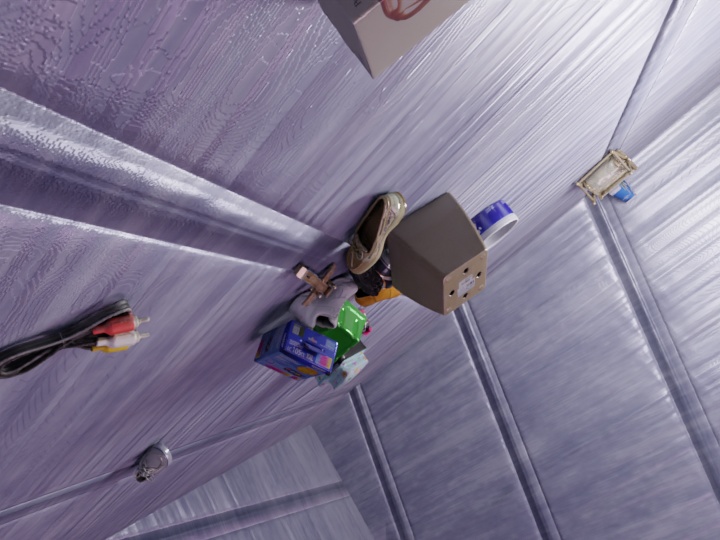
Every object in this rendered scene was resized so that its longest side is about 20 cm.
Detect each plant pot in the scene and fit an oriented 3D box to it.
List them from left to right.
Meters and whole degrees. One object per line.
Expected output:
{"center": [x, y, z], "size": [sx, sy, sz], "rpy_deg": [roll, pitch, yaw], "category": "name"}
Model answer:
{"center": [0.195, -0.022, 1.276], "size": [0.196, 0.177, 0.204], "rpy_deg": [-30, 139, -17], "category": "plant pot"}

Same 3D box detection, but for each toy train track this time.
{"center": [-0.092, 0.030, 1.152], "size": [0.116, 0.032, 0.200], "rpy_deg": [-52, 159, -3], "category": "toy train track"}

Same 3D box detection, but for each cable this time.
{"center": [-0.379, 0.097, 0.720], "size": [0.197, 0.051, 0.098], "rpy_deg": [-22, 159, -46], "category": "cable"}

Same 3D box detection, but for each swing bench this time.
{"center": [1.047, -0.403, 2.285], "size": [0.199, 0.131, 0.198], "rpy_deg": [-47, 167, 35], "category": "swing bench"}

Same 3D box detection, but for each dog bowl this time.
{"center": [0.414, -0.134, 1.753], "size": [0.197, 0.080, 0.201], "rpy_deg": [-34, 165, -10], "category": "dog bowl"}

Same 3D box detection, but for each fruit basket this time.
{"center": [-0.083, 0.151, 1.453], "size": [0.214, 0.155, 0.219], "rpy_deg": [-38, -152, 25], "category": "fruit basket"}

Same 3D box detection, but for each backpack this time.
{"center": [-0.081, 0.327, 1.897], "size": [0.199, 0.156, 0.174], "rpy_deg": [-38, 172, 36], "category": "backpack"}

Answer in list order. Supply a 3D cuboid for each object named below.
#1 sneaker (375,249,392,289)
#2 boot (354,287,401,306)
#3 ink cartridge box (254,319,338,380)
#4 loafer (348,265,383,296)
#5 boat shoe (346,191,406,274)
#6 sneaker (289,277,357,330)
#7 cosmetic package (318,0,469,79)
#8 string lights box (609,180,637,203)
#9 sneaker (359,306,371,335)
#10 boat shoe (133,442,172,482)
{"center": [0.076, 0.003, 1.412], "size": [0.079, 0.079, 0.198], "rpy_deg": [-43, 152, 13], "category": "sneaker"}
{"center": [0.073, 0.041, 1.525], "size": [0.197, 0.072, 0.144], "rpy_deg": [-30, 168, -4], "category": "boot"}
{"center": [-0.144, 0.187, 1.249], "size": [0.134, 0.079, 0.198], "rpy_deg": [29, 147, -25], "category": "ink cartridge box"}
{"center": [0.000, 0.000, 1.248], "size": [0.070, 0.069, 0.202], "rpy_deg": [-62, 155, -17], "category": "loafer"}
{"center": [0.016, -0.074, 1.074], "size": [0.061, 0.074, 0.203], "rpy_deg": [-9, 139, -46], "category": "boat shoe"}
{"center": [-0.074, 0.089, 1.284], "size": [0.196, 0.101, 0.078], "rpy_deg": [-25, 161, -36], "category": "sneaker"}
{"center": [0.054, -0.282, 0.460], "size": [0.198, 0.105, 0.087], "rpy_deg": [-39, 163, 5], "category": "cosmetic package"}
{"center": [1.321, -0.419, 2.741], "size": [0.195, 0.105, 0.059], "rpy_deg": [12, 138, -36], "category": "string lights box"}
{"center": [-0.018, 0.170, 1.705], "size": [0.080, 0.076, 0.198], "rpy_deg": [-40, 164, 21], "category": "sneaker"}
{"center": [-0.616, 0.571, 1.558], "size": [0.201, 0.075, 0.086], "rpy_deg": [-41, -178, 41], "category": "boat shoe"}
